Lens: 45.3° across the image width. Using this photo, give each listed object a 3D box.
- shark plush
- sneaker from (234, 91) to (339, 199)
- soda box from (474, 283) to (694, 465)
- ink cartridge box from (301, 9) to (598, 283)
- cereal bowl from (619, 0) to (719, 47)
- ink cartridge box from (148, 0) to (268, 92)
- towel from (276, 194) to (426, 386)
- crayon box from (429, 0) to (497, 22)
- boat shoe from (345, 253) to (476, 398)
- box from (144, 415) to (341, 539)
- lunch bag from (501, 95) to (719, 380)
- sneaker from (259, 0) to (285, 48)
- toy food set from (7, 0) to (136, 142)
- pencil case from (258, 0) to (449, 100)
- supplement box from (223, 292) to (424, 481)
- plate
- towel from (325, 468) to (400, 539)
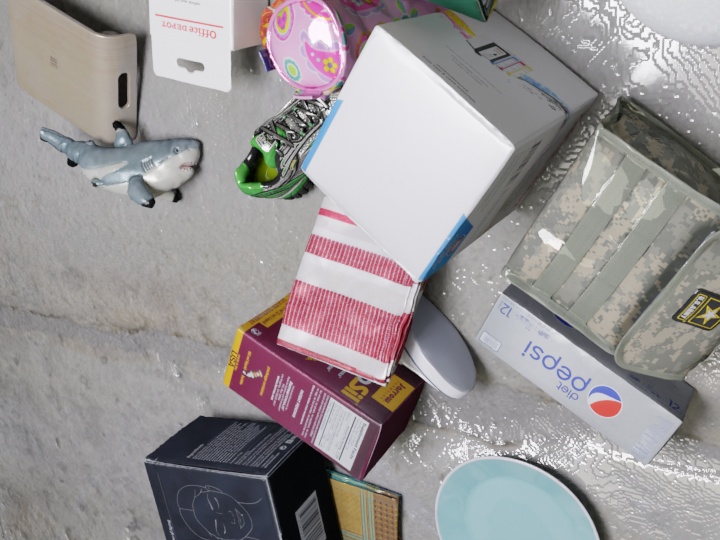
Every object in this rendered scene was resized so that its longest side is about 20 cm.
[{"bbox_3d":[-0.288,-0.140,1.045,0.197,0.091,0.085,19,103,20],"label":"shark plush"},{"bbox_3d":[-0.060,-0.139,0.886,0.079,0.084,0.201,52,128,17],"label":"sneaker"},{"bbox_3d":[0.212,0.089,0.824,0.199,0.068,0.064,36,124,15],"label":"soda box"},{"bbox_3d":[0.080,-0.119,0.739,0.144,0.199,0.148,42,127,12],"label":"ink cartridge box"},{"bbox_3d":[0.264,-0.265,0.633,0.197,0.083,0.204,13,117,27],"label":"cereal bowl"},{"bbox_3d":[-0.158,-0.301,0.898,0.113,0.068,0.204,17,118,26],"label":"ink cartridge box"},{"bbox_3d":[0.000,0.000,0.888,0.142,0.023,0.204,17,85,27],"label":"towel"},{"bbox_3d":[0.066,-0.329,0.693,0.170,0.058,0.203,26,92,18],"label":"crayon box"},{"bbox_3d":[0.044,0.062,0.928,0.201,0.073,0.066,52,131,17],"label":"boat shoe"},{"bbox_3d":[-0.142,0.304,1.082,0.193,0.124,0.204,-1,109,30],"label":"box"},{"bbox_3d":[0.247,-0.014,0.731,0.199,0.118,0.165,36,125,8],"label":"lunch bag"},{"bbox_3d":[-0.036,-0.268,0.842,0.073,0.078,0.199,41,144,-13],"label":"sneaker"},{"bbox_3d":[-0.352,-0.263,1.055,0.198,0.060,0.145,33,135,19],"label":"toy food set"},{"bbox_3d":[0.003,-0.206,0.752,0.086,0.199,0.089,15,119,29],"label":"pencil case"},{"bbox_3d":[-0.042,0.126,0.977,0.198,0.110,0.087,31,123,17],"label":"supplement box"},{"bbox_3d":[0.175,0.292,0.961,0.197,0.025,0.204,13,115,28],"label":"plate"},{"bbox_3d":[-0.036,0.321,1.114,0.196,0.022,0.150,11,115,27],"label":"towel"}]
